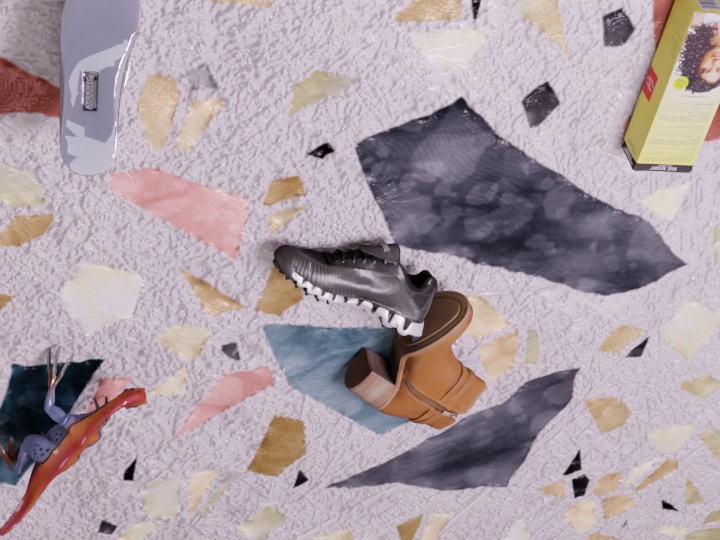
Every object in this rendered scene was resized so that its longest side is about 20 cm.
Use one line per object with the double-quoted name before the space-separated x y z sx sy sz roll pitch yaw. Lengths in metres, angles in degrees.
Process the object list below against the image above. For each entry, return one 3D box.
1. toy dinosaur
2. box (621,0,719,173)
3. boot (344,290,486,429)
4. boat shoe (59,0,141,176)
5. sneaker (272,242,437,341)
"toy dinosaur" -0.313 0.192 1.745 0.181 0.202 0.105 -14 161 42
"box" 0.341 -0.196 1.640 0.075 0.050 0.201 0 131 -16
"boot" 0.097 0.109 1.832 0.154 0.074 0.200 29 131 -33
"boat shoe" -0.246 -0.194 1.464 0.074 0.086 0.204 3 101 -12
"sneaker" 0.000 0.000 1.714 0.199 0.067 0.091 24 104 -22
